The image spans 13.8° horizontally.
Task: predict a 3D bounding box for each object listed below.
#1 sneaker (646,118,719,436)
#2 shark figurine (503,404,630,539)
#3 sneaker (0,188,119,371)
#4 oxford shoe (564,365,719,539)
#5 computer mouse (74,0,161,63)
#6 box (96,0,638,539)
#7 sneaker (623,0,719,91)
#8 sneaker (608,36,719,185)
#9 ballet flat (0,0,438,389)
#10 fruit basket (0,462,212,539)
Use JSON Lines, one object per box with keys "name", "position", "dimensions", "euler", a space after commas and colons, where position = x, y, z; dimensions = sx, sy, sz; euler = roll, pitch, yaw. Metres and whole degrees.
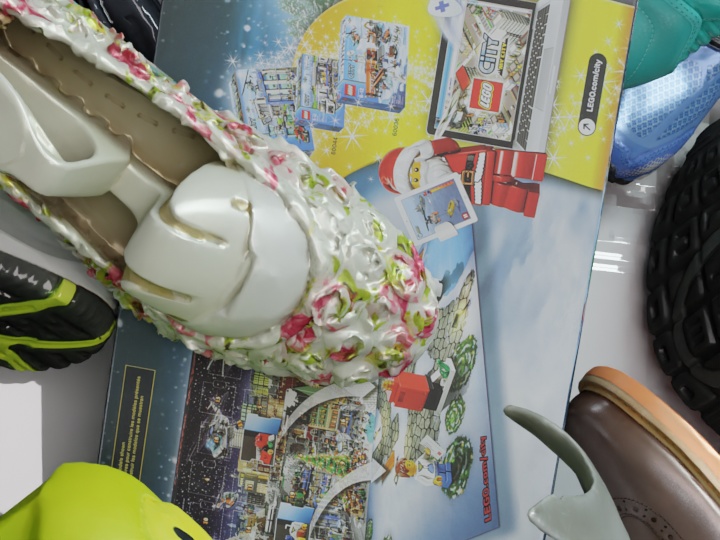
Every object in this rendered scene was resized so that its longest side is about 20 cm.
{"name": "sneaker", "position": [0.157, 0.041, 0.978], "dimensions": [0.091, 0.076, 0.200], "euler": [-4, 75, -44]}
{"name": "shark figurine", "position": [0.035, 0.144, 0.849], "dimensions": [0.128, 0.214, 0.090], "euler": [39, 38, -4]}
{"name": "sneaker", "position": [-0.161, -0.039, 0.892], "dimensions": [0.200, 0.075, 0.076], "euler": [25, 56, -15]}
{"name": "oxford shoe", "position": [0.104, 0.126, 0.911], "dimensions": [0.073, 0.071, 0.200], "euler": [-28, 93, -15]}
{"name": "computer mouse", "position": [-0.010, -0.124, 0.949], "dimensions": [0.200, 0.053, 0.139], "euler": [-21, 89, -18]}
{"name": "box", "position": [0.000, 0.000, 0.887], "dimensions": [0.137, 0.038, 0.200], "euler": [11, 103, 6]}
{"name": "sneaker", "position": [0.080, -0.156, 0.888], "dimensions": [0.121, 0.084, 0.200], "euler": [-23, 109, 7]}
{"name": "sneaker", "position": [0.123, -0.118, 0.969], "dimensions": [0.079, 0.089, 0.200], "euler": [35, 76, -14]}
{"name": "ballet flat", "position": [-0.069, -0.025, 0.839], "dimensions": [0.200, 0.064, 0.076], "euler": [34, 110, 0]}
{"name": "fruit basket", "position": [-0.113, 0.086, 0.807], "dimensions": [0.216, 0.216, 0.156], "euler": [-17, 90, -18]}
